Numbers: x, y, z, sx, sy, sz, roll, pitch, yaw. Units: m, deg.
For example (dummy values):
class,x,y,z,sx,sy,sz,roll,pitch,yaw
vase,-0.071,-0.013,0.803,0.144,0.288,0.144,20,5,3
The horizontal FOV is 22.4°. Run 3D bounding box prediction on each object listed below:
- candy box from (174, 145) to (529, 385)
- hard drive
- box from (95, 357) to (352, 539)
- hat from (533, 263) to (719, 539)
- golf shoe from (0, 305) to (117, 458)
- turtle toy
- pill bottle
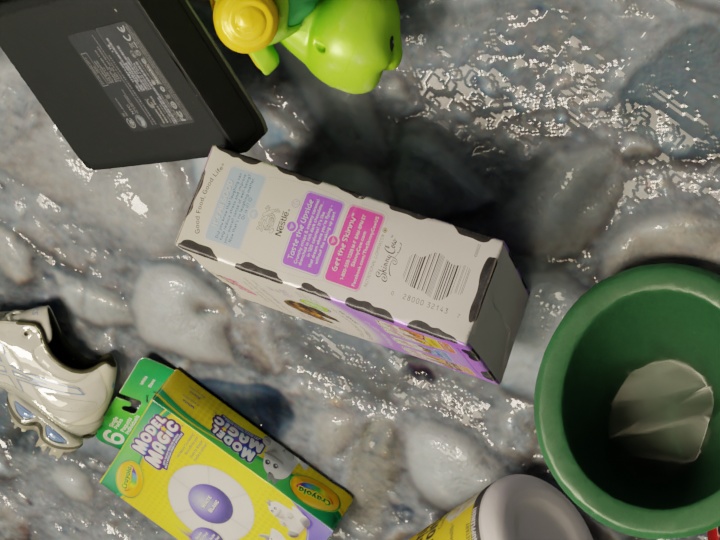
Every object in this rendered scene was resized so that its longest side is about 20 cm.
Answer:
class,x,y,z,sx,sy,sz,roll,pitch,yaw
candy box,0.000,0.000,1.182,0.198,0.072,0.168,19,172,14
hard drive,-0.161,-0.133,1.204,0.199,0.033,0.140,-1,129,52
box,-0.117,0.164,1.423,0.199,0.048,0.118,37,129,2
hat,0.210,0.103,1.244,0.164,0.176,0.202,19,90,15
golf shoe,-0.278,0.053,1.425,0.199,0.078,0.098,32,112,-4
turtle toy,-0.053,-0.190,1.104,0.101,0.146,0.201,-32,107,3
pill bottle,0.074,0.240,1.338,0.112,0.112,0.200,44,128,-7
